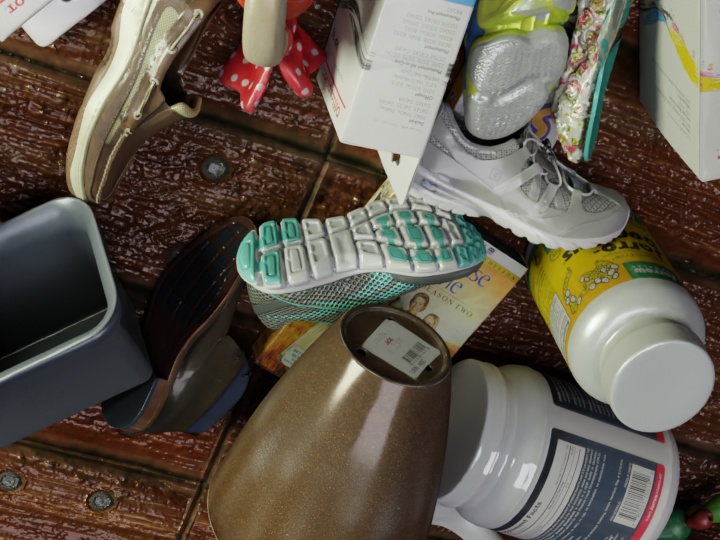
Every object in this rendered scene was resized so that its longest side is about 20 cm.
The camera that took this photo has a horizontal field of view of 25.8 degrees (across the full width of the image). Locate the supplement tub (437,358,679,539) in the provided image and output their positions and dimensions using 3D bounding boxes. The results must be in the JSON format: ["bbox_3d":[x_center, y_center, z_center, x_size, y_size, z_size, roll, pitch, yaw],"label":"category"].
[{"bbox_3d":[0.161,0.164,1.352,0.198,0.141,0.141,20,114,-22],"label":"supplement tub"}]

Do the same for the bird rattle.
[{"bbox_3d":[-0.064,-0.205,1.086,0.111,0.163,0.202,18,107,-1],"label":"bird rattle"}]

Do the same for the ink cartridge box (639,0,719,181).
[{"bbox_3d":[0.295,-0.195,1.165,0.145,0.145,0.202,-10,122,-5],"label":"ink cartridge box"}]

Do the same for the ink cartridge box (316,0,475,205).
[{"bbox_3d":[0.022,-0.164,1.144,0.066,0.116,0.202,10,117,-17],"label":"ink cartridge box"}]

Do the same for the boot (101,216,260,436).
[{"bbox_3d":[-0.124,0.050,1.284,0.201,0.075,0.097,-54,141,9],"label":"boot"}]

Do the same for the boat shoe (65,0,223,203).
[{"bbox_3d":[-0.154,-0.126,1.138,0.074,0.075,0.204,27,121,5],"label":"boat shoe"}]

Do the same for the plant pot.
[{"bbox_3d":[-0.004,0.132,1.238,0.185,0.188,0.201,12,125,-18],"label":"plant pot"}]

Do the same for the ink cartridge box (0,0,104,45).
[{"bbox_3d":[-0.238,-0.244,1.062,0.115,0.067,0.200,-35,121,9],"label":"ink cartridge box"}]

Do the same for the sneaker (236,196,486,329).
[{"bbox_3d":[0.000,0.000,1.238,0.197,0.078,0.092,-5,142,-8],"label":"sneaker"}]

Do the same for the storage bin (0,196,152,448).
[{"bbox_3d":[-0.264,0.049,1.211,0.198,0.147,0.135,-24,149,3],"label":"storage bin"}]

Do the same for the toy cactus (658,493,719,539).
[{"bbox_3d":[0.265,0.281,1.481,0.164,0.103,0.201,31,119,-15],"label":"toy cactus"}]

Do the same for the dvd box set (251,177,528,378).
[{"bbox_3d":[0.024,0.031,1.310,0.146,0.030,0.200,32,110,-26],"label":"dvd box set"}]

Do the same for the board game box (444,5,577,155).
[{"bbox_3d":[0.130,-0.154,1.227,0.095,0.030,0.201,18,118,-21],"label":"board game box"}]

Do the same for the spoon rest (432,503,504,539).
[{"bbox_3d":[0.062,0.215,1.420,0.200,0.061,0.099,41,105,-15],"label":"spoon rest"}]

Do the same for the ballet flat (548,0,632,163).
[{"bbox_3d":[0.167,-0.182,1.174,0.063,0.076,0.202,17,114,12],"label":"ballet flat"}]

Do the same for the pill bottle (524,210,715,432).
[{"bbox_3d":[0.207,0.036,1.251,0.111,0.201,0.114,-5,122,-8],"label":"pill bottle"}]

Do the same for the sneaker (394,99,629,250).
[{"bbox_3d":[0.128,-0.075,1.214,0.198,0.075,0.083,14,117,-21],"label":"sneaker"}]

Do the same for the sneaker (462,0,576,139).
[{"bbox_3d":[0.109,-0.202,1.150,0.075,0.105,0.202,3,121,-26],"label":"sneaker"}]
